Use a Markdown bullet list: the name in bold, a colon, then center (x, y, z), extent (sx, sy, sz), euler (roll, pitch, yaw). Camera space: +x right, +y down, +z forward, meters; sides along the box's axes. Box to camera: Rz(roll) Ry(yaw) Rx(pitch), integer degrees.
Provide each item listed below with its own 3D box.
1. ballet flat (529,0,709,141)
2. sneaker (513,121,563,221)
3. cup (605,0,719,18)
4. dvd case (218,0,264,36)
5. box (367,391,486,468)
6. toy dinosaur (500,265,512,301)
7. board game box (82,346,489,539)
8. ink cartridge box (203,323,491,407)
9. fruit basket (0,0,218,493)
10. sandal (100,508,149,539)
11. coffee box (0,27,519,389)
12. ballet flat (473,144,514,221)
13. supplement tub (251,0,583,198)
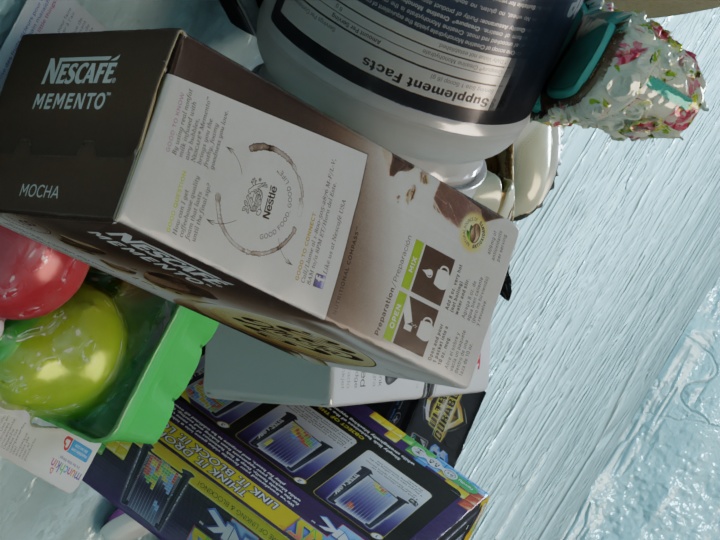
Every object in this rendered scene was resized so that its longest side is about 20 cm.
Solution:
- **ballet flat**: center (0.122, -0.092, 1.013), extent (0.076, 0.064, 0.200), euler (-61, -171, 10)
- **sneaker**: center (0.052, -0.125, 1.155), extent (0.093, 0.070, 0.200), euler (-4, 86, -48)
- **cup**: center (0.189, -0.239, 1.312), extent (0.143, 0.200, 0.200), euler (-34, 168, 12)
- **dvd case**: center (-0.033, -0.208, 0.951), extent (0.150, 0.025, 0.200), euler (-56, 165, -8)
- **box**: center (-0.010, 0.175, 1.413), extent (0.198, 0.050, 0.200), euler (-31, -149, 60)
- **toy dinosaur**: center (0.045, -0.015, 1.392), extent (0.136, 0.102, 0.200), euler (118, -19, -76)
- **board game box**: center (-0.047, 0.119, 1.189), extent (0.165, 0.200, 0.057), euler (-29, 150, -58)
- **ink cartridge box**: center (0.000, 0.000, 1.181), extent (0.200, 0.084, 0.145), euler (1, 92, -62)
- **fruit basket**: center (-0.138, -0.009, 0.926), extent (0.200, 0.094, 0.185), euler (39, 75, -53)
- **sandal**: center (-0.089, 0.116, 1.330), extent (0.203, 0.050, 0.082), euler (-26, 169, -34)
- **coffee box**: center (-0.046, -0.023, 0.862), extent (0.200, 0.113, 0.080), euler (27, 77, -40)
- **ballet flat**: center (0.053, -0.067, 1.095), extent (0.065, 0.070, 0.200), euler (-144, -132, -68)
- **supplement tub**: center (0.035, -0.140, 0.978), extent (0.140, 0.140, 0.200), euler (-29, 147, -60)
